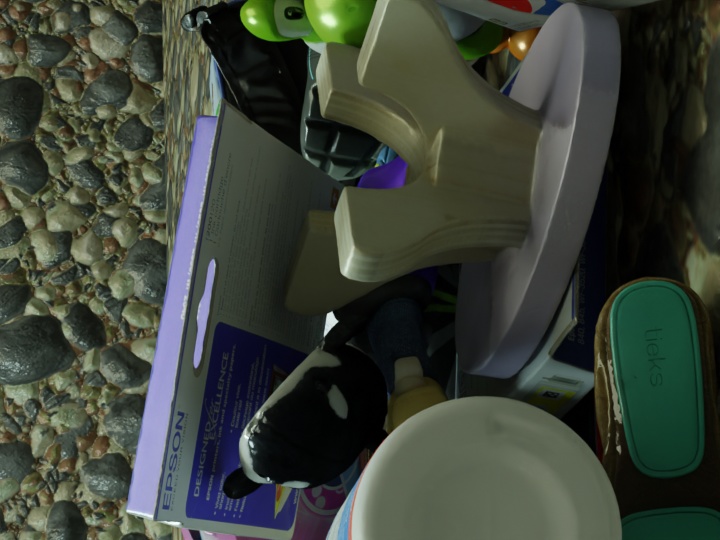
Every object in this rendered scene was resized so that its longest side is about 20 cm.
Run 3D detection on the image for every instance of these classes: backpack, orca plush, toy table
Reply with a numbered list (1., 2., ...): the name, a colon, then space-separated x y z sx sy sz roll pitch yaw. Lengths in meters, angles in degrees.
1. backpack: -0.014 -0.077 1.333 0.155 0.198 0.192 86 180 -55
2. orca plush: -0.010 0.086 0.979 0.105 0.071 0.200 -51 -5 -11
3. toy table: 0.040 -0.044 0.980 0.184 0.116 0.202 -107 30 -64

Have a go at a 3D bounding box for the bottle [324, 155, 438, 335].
1. bottle: 0.000 0.000 1.155 0.084 0.065 0.200 53 125 21

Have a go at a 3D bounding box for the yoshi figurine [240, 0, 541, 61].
1. yoshi figurine: 0.033 -0.147 1.098 0.112 0.199 0.113 -45 62 49

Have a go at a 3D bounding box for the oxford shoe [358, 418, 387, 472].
1. oxford shoe: 0.045 0.101 1.300 0.074 0.070 0.202 21 130 42

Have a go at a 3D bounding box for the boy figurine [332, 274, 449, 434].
1. boy figurine: 0.029 0.105 1.062 0.125 0.064 0.201 87 174 -54

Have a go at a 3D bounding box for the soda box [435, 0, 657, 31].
1. soda box: 0.098 -0.162 0.961 0.200 0.068 0.064 0 76 68

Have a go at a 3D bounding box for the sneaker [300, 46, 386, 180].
1. sneaker: 0.005 -0.154 1.226 0.079 0.075 0.202 48 125 59

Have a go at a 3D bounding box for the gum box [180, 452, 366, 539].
1. gum box: -0.040 0.113 1.324 0.066 0.199 0.114 16 132 44

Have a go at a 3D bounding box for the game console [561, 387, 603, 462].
1. game console: 0.104 0.160 1.082 0.200 0.031 0.178 112 157 -59

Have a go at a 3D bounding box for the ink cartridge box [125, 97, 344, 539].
1. ink cartridge box: -0.066 0.030 1.013 0.200 0.043 0.200 32 -114 -72

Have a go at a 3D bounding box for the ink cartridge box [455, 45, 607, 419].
1. ink cartridge box: 0.098 -0.023 1.065 0.200 0.047 0.199 128 150 -62

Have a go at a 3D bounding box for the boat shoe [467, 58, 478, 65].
1. boat shoe: 0.077 -0.218 1.219 0.069 0.070 0.202 41 127 49

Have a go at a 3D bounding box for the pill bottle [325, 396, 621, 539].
1. pill bottle: 0.040 0.131 0.888 0.200 0.111 0.113 109 161 -72

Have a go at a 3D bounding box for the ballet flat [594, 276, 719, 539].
1. ballet flat: 0.132 0.104 0.887 0.072 0.067 0.202 65 -159 -70

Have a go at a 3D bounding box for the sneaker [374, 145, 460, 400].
1. sneaker: 0.063 0.015 1.203 0.071 0.082 0.202 -3 -100 -75
